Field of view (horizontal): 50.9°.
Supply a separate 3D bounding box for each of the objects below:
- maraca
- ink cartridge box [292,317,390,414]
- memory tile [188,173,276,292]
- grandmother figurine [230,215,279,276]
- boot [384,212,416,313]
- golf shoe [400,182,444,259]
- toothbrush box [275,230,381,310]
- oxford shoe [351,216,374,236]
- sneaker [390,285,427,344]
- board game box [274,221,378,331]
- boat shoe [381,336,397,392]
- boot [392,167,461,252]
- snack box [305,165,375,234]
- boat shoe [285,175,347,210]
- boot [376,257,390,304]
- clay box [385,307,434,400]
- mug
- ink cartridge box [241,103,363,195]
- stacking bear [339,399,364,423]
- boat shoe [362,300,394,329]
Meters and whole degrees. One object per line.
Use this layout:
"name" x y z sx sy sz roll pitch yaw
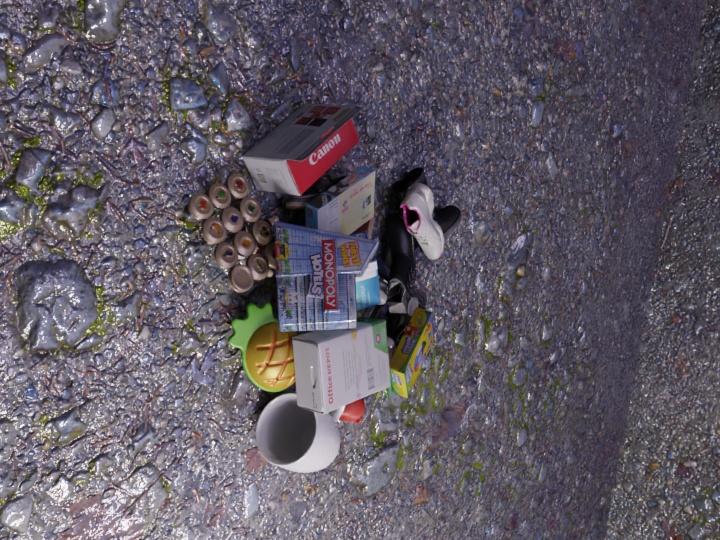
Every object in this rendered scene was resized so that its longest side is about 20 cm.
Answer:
"maraca" -0.186 0.156 1.524 0.137 0.106 0.201 -46 120 -23
"ink cartridge box" -0.037 0.189 1.543 0.198 0.087 0.148 -15 104 -46
"memory tile" -0.229 -0.073 1.422 0.153 0.017 0.202 -36 102 -45
"grandmother figurine" -0.181 -0.049 1.519 0.198 0.060 0.124 -1 91 -51
"boot" 0.084 -0.019 1.752 0.201 0.065 0.167 -67 142 -57
"golf shoe" 0.139 -0.102 1.774 0.092 0.074 0.202 -46 128 -38
"toothbrush box" -0.065 0.020 1.540 0.197 0.086 0.148 -14 142 -6
"oxford shoe" -0.008 -0.065 1.679 0.074 0.070 0.202 79 28 -46
"sneaker" 0.122 0.128 1.896 0.089 0.076 0.203 -72 180 -72
"board game box" -0.060 0.007 1.429 0.062 0.196 0.204 101 -15 -79
"boat shoe" 0.076 0.204 1.817 0.092 0.074 0.201 -37 155 -30
"boot" 0.169 -0.171 1.880 0.165 0.065 0.202 -51 128 -30
"snack box" -0.040 -0.125 1.581 0.199 0.037 0.118 -39 143 -41
"boat shoe" -0.086 -0.165 1.594 0.199 0.071 0.066 -15 104 -49
"boot" 0.000 0.000 1.739 0.200 0.072 0.092 38 56 -48
"clay box" 0.114 0.201 1.754 0.116 0.047 0.202 77 35 -53
"mug" -0.103 0.335 1.614 0.201 0.147 0.175 -51 148 -4
"ink cartridge box" -0.099 -0.238 1.478 0.200 0.174 0.085 -46 130 -31
"stacking bear" -0.024 0.249 1.730 0.113 0.120 0.204 -15 113 -56
"boat shoe" 0.048 0.115 1.816 0.068 0.056 0.203 35 74 -46
